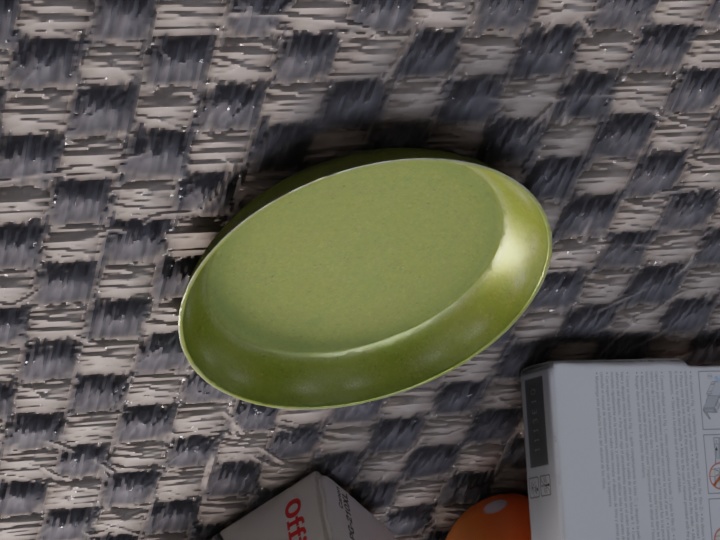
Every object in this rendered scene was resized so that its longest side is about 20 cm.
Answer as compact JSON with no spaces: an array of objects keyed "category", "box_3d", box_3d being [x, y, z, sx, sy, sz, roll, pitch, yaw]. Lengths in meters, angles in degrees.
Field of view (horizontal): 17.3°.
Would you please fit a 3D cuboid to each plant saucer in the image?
[{"category":"plant saucer","box_3d":[0.000,0.000,1.221,0.200,0.031,0.200,-12,142,-10]}]

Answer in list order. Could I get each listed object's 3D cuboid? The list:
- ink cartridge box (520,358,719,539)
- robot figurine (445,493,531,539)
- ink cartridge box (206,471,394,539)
[{"category":"ink cartridge box","box_3d":[0.183,0.151,1.363,0.173,0.201,0.044,1,171,-24]},{"category":"robot figurine","box_3d":[0.133,0.196,1.448,0.200,0.144,0.117,7,120,-17]},{"category":"ink cartridge box","box_3d":[-0.069,0.233,1.385,0.200,0.145,0.084,-34,130,19]}]
